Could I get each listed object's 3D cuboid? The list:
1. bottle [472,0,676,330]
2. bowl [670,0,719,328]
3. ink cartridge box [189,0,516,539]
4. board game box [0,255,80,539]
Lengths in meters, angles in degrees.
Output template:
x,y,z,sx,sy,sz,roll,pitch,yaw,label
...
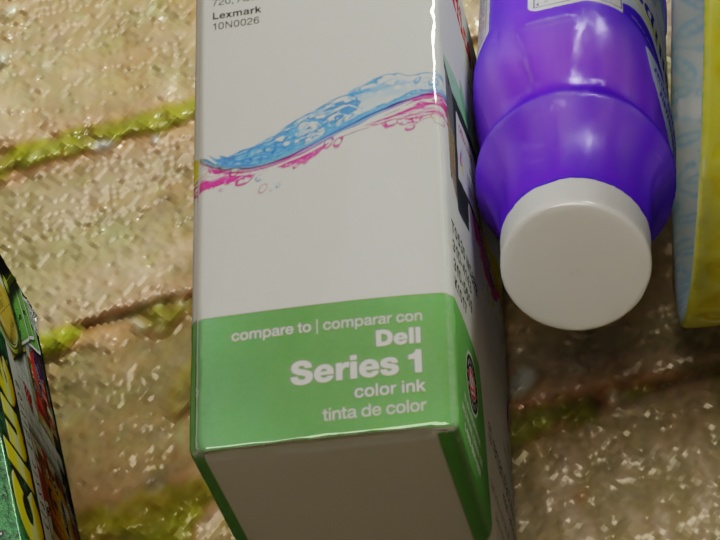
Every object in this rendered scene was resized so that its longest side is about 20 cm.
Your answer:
x,y,z,sx,sy,sz,roll,pitch,yaw,label
0.072,-0.056,0.844,0.065,0.084,0.201,-11,31,12,bottle
0.157,-0.081,0.818,0.107,0.201,0.202,0,59,4,bowl
0.000,0.000,0.830,0.083,0.145,0.201,-7,58,9,ink cartridge box
-0.115,0.073,0.838,0.023,0.105,0.201,-18,58,3,board game box
